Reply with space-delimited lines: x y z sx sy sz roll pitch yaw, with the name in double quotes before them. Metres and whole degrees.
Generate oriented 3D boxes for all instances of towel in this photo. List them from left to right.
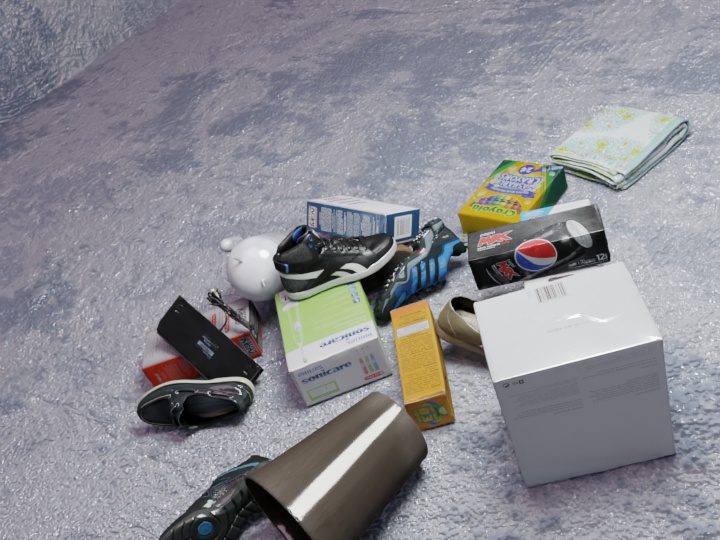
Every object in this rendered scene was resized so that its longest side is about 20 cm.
"towel" 0.468 -0.232 1.442 0.200 0.048 0.171 -37 39 -19

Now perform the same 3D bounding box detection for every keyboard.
"keyboard" -0.238 0.110 1.315 0.200 0.021 0.127 39 91 17

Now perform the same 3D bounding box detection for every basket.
"basket" -0.020 0.262 1.022 0.200 0.136 0.180 -37 33 -24

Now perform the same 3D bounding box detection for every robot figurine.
"robot figurine" -0.168 -0.007 1.401 0.113 0.169 0.200 -61 -5 9

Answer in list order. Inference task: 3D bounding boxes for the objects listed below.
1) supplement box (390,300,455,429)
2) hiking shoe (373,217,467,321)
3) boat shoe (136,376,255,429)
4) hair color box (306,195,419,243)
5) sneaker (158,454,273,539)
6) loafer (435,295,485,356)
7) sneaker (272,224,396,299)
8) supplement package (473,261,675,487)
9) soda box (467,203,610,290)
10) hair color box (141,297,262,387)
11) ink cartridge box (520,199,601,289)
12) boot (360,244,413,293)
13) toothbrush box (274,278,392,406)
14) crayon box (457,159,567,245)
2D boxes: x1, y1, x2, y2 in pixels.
"supplement box" 0.090 0.136 1.170 0.069 0.067 0.200 -18 36 7
"hiking shoe" 0.100 0.010 1.314 0.200 0.087 0.074 -54 4 -7
"boat shoe" -0.267 0.219 1.252 0.199 0.075 0.066 -6 27 7
"hair color box" 0.003 -0.095 1.478 0.200 0.061 0.100 15 19 41
"sneaker" -0.193 0.331 1.091 0.200 0.073 0.082 -32 20 -21
"loafer" 0.203 0.090 1.139 0.200 0.068 0.076 13 48 17
"sneaker" -0.044 -0.036 1.275 0.200 0.112 0.073 -25 36 -5
"supplement package" 0.262 0.130 0.973 0.191 0.200 0.147 -15 36 9
"soda box" 0.262 -0.034 1.178 0.200 0.063 0.071 -14 37 17
"hair color box" -0.274 0.126 1.382 0.200 0.061 0.102 -19 37 7
"ink cartridge box" 0.315 -0.018 1.239 0.115 0.068 0.200 -11 38 19
"boot" 0.000 0.000 1.402 0.200 0.074 0.075 -14 19 6
"toothbrush box" -0.047 0.099 1.273 0.145 0.086 0.200 -22 35 1
"crayon box" 0.263 -0.116 1.404 0.126 0.052 0.200 14 51 40
